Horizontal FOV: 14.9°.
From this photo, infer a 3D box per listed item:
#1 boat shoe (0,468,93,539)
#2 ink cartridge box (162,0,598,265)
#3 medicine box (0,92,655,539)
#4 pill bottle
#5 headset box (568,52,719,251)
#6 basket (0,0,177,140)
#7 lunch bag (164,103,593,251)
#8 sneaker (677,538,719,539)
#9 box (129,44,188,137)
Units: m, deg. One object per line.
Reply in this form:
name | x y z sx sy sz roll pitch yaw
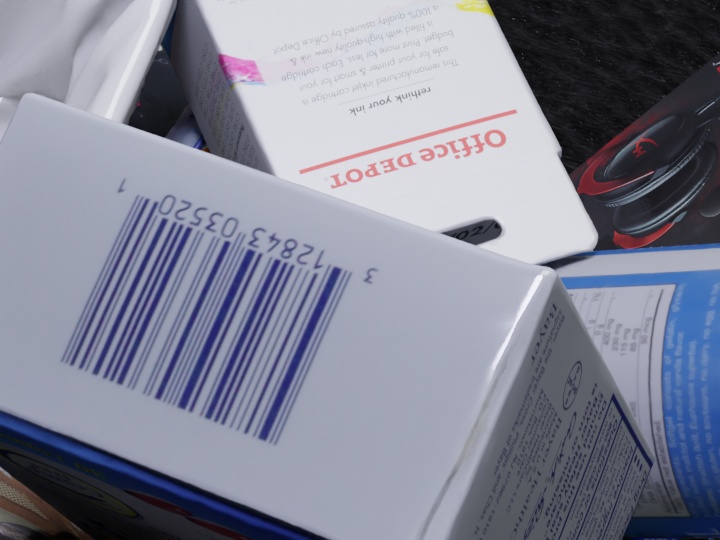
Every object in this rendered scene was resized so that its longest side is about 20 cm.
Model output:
boat shoe | -0.178 0.077 0.974 0.199 0.076 0.072 34 18 0
ink cartridge box | 0.001 -0.063 1.093 0.115 0.068 0.201 -16 65 -18
medicine box | -0.019 0.048 0.884 0.181 0.103 0.200 19 -15 21
pill bottle | 0.106 0.047 1.056 0.199 0.113 0.112 -3 7 30
headset box | 0.142 0.005 1.318 0.075 0.200 0.149 47 10 -28
basket | -0.166 -0.039 1.063 0.135 0.124 0.201 21 58 0
lunch bag | 0.000 0.000 1.174 0.200 0.161 0.076 38 -21 -12
sneaker | 0.147 0.139 1.113 0.078 0.070 0.200 23 -6 24
box | -0.131 -0.061 1.281 0.122 0.107 0.200 8 27 -32
